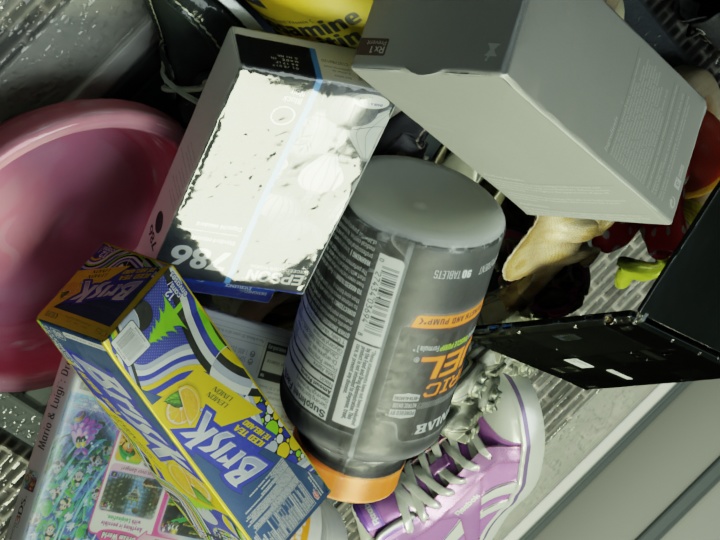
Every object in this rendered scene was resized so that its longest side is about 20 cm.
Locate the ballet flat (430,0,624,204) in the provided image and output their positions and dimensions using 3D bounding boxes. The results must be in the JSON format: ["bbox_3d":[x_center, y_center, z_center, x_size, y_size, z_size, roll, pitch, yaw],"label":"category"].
[{"bbox_3d":[0.092,-0.094,1.584,0.069,0.069,0.200,13,116,-46],"label":"ballet flat"}]

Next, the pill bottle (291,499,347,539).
[{"bbox_3d":[-0.095,0.163,1.703,0.112,0.112,0.200,-49,141,9],"label":"pill bottle"}]

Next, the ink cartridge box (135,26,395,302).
[{"bbox_3d":[-0.059,-0.045,1.471,0.099,0.039,0.200,7,133,-22],"label":"ink cartridge box"}]

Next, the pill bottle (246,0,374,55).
[{"bbox_3d":[-0.024,-0.187,1.433,0.112,0.112,0.200,-44,142,3],"label":"pill bottle"}]

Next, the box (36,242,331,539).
[{"bbox_3d":[-0.101,0.079,1.503,0.064,0.070,0.200,-49,129,-22],"label":"box"}]

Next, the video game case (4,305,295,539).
[{"bbox_3d":[-0.112,0.112,1.568,0.199,0.024,0.183,17,91,-43],"label":"video game case"}]

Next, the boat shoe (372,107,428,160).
[{"bbox_3d":[0.009,-0.071,1.588,0.200,0.073,0.063,-42,112,6],"label":"boat shoe"}]

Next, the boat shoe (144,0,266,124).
[{"bbox_3d":[-0.079,-0.106,1.489,0.060,0.075,0.200,-50,142,-10],"label":"boat shoe"}]

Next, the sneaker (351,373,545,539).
[{"bbox_3d":[0.057,0.150,1.841,0.114,0.073,0.201,-9,140,-28],"label":"sneaker"}]

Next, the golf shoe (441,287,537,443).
[{"bbox_3d":[0.075,0.036,1.764,0.200,0.097,0.079,-37,144,-54],"label":"golf shoe"}]

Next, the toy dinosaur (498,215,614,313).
[{"bbox_3d":[0.126,-0.033,1.596,0.101,0.058,0.200,-32,153,-19],"label":"toy dinosaur"}]

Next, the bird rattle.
[{"bbox_3d":[0.206,-0.062,1.751,0.200,0.112,0.164,47,52,-51],"label":"bird rattle"}]

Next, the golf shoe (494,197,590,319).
[{"bbox_3d":[0.099,-0.069,1.694,0.072,0.092,0.201,-11,124,13],"label":"golf shoe"}]

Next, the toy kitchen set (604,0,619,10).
[{"bbox_3d":[0.164,-0.219,1.522,0.180,0.163,0.201,0,126,-41],"label":"toy kitchen set"}]

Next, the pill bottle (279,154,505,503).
[{"bbox_3d":[0.012,0.040,1.554,0.106,0.106,0.201,-7,126,-36],"label":"pill bottle"}]

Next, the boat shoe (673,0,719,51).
[{"bbox_3d":[0.237,-0.182,1.703,0.066,0.070,0.200,-19,142,-1],"label":"boat shoe"}]

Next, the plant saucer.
[{"bbox_3d":[-0.180,-0.021,1.507,0.200,0.051,0.201,-23,139,-22],"label":"plant saucer"}]

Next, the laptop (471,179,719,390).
[{"bbox_3d":[0.191,0.005,1.665,0.177,0.199,0.104,24,65,-54],"label":"laptop"}]

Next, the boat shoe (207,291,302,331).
[{"bbox_3d":[0.000,0.000,1.668,0.199,0.065,0.072,-15,135,-30],"label":"boat shoe"}]

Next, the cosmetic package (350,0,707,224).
[{"bbox_3d":[0.096,-0.102,1.427,0.200,0.106,0.091,40,64,-49],"label":"cosmetic package"}]
